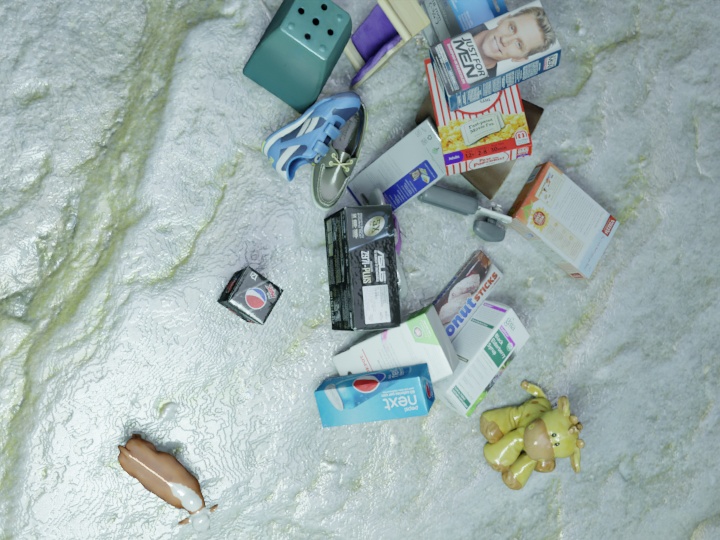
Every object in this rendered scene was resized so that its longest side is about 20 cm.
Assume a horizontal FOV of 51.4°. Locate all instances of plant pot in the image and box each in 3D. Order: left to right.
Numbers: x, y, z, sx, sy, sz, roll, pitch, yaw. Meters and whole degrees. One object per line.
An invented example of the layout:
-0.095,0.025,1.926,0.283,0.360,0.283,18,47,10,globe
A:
-0.095,-0.384,1.266,0.139,0.199,0.144,31,78,-12,plant pot
0.204,-0.263,1.377,0.197,0.187,0.190,31,78,2,plant pot

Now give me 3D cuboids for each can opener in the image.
0.198,-0.112,1.416,0.195,0.053,0.068,20,82,-15,can opener

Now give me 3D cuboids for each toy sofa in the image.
0.029,-0.404,1.306,0.097,0.199,0.084,-40,98,-20,toy sofa

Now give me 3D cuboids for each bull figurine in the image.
-0.306,0.336,1.197,0.200,0.121,0.065,46,76,-9,bull figurine

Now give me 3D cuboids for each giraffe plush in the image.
0.335,0.306,1.374,0.199,0.162,0.174,-41,98,-14,giraffe plush

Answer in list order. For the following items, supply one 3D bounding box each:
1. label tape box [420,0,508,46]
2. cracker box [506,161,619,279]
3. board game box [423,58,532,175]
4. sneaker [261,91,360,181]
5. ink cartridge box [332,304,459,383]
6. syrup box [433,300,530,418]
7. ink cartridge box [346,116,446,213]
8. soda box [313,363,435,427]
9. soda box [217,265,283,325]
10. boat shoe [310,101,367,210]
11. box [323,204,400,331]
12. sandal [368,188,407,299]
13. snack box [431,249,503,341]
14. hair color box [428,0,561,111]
0.184,-0.451,1.355,0.062,0.199,0.147,-26,94,-17,label tape box
0.397,-0.096,1.474,0.198,0.058,0.135,37,78,-11,cracker box
0.198,-0.279,1.277,0.147,0.046,0.206,-13,73,7,board game box
-0.075,-0.232,1.296,0.198,0.074,0.084,-33,74,13,sneaker
0.061,0.156,1.322,0.196,0.067,0.119,-25,94,22,ink cartridge box
0.216,0.160,1.382,0.201,0.081,0.079,-49,119,-13,syrup box
0.075,-0.176,1.356,0.198,0.039,0.100,-35,98,23,ink cartridge box
0.024,0.214,1.277,0.195,0.064,0.070,-12,100,21,soda box
-0.182,0.042,1.212,0.070,0.200,0.064,34,80,-11,soda box
-0.037,-0.210,1.345,0.070,0.060,0.207,20,81,-14,boat shoe
0.000,0.000,1.291,0.084,0.163,0.207,-4,87,-16,box
0.057,-0.052,1.356,0.049,0.082,0.208,-18,107,-18,sandal
0.186,0.059,1.416,0.072,0.024,0.201,44,75,-12,snack box
0.220,-0.354,1.235,0.195,0.061,0.102,-22,73,4,hair color box
